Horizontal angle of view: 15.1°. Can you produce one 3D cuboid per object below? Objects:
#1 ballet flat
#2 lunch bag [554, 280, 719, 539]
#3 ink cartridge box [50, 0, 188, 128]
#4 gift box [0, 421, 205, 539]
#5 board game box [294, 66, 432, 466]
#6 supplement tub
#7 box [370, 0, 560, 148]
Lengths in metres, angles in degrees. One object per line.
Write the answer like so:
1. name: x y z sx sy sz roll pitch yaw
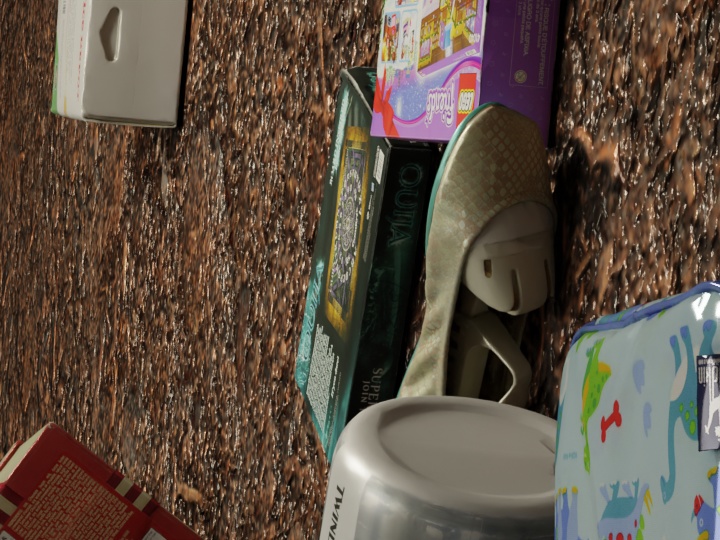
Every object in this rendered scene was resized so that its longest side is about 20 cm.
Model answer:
1. ballet flat: 0.063 0.017 1.256 0.062 0.067 0.200 42 136 37
2. lunch bag: 0.124 0.088 0.920 0.200 0.082 0.161 162 109 -76
3. ink cartridge box: -0.203 -0.197 2.287 0.200 0.087 0.146 -159 73 -77
4. gift box: -0.221 0.243 1.988 0.185 0.200 0.187 -48 6 -19
5. board game box: 0.000 0.000 1.538 0.135 0.028 0.200 -116 32 -64
6. supplement tub: 0.035 0.165 1.163 0.123 0.122 0.200 -118 35 -65
7. box: 0.052 -0.131 1.349 0.200 0.039 0.137 -164 79 -76
